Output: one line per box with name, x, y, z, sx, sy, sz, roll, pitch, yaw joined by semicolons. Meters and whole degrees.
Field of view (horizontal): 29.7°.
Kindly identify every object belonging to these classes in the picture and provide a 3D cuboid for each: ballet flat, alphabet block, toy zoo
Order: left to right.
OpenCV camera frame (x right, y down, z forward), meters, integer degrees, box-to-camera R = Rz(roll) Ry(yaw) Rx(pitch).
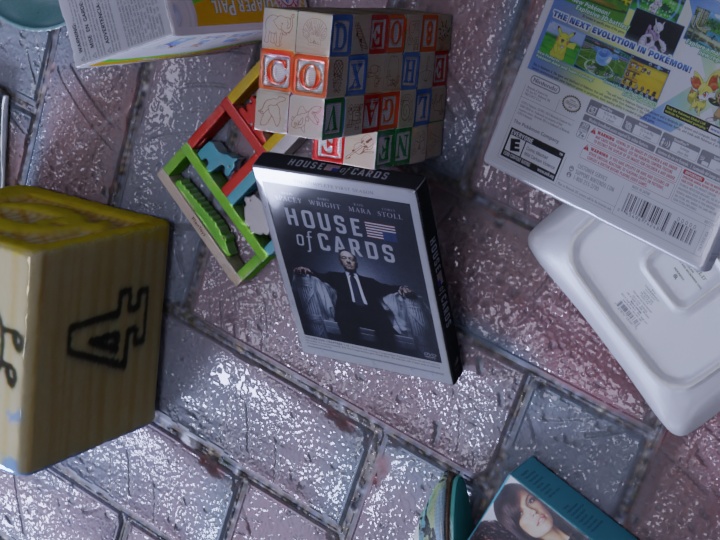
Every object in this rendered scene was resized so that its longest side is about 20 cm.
alphabet block;-0.307;0.045;1.236;0.194;0.196;0.202;12;106;25
toy zoo;-0.080;-0.097;1.180;0.200;0.020;0.132;-43;78;28
ballet flat;0.067;0.268;1.137;0.074;0.074;0.202;-7;95;30

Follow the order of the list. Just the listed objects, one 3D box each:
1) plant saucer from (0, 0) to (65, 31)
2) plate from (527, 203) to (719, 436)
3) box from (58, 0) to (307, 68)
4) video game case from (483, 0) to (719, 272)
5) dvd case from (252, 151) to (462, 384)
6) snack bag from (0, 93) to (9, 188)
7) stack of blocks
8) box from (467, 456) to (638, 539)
plant saucer;-0.290;-0.322;1.247;0.198;0.036;0.202;6;102;28
plate;0.245;-0.004;1.009;0.200;0.032;0.200;-42;79;29
box;-0.140;-0.232;1.084;0.101;0.200;0.114;-11;96;31
video game case;0.203;-0.124;0.988;0.199;0.022;0.184;30;107;31
dvd case;0.000;0.000;1.100;0.149;0.025;0.201;11;134;28
snack bag;-0.439;-0.103;1.383;0.198;0.021;0.191;11;104;27
stack of blocks;-0.001;-0.138;1.024;0.058;0.200;0.116;11;104;26
box;0.186;0.245;1.080;0.199;0.049;0.083;37;115;18
